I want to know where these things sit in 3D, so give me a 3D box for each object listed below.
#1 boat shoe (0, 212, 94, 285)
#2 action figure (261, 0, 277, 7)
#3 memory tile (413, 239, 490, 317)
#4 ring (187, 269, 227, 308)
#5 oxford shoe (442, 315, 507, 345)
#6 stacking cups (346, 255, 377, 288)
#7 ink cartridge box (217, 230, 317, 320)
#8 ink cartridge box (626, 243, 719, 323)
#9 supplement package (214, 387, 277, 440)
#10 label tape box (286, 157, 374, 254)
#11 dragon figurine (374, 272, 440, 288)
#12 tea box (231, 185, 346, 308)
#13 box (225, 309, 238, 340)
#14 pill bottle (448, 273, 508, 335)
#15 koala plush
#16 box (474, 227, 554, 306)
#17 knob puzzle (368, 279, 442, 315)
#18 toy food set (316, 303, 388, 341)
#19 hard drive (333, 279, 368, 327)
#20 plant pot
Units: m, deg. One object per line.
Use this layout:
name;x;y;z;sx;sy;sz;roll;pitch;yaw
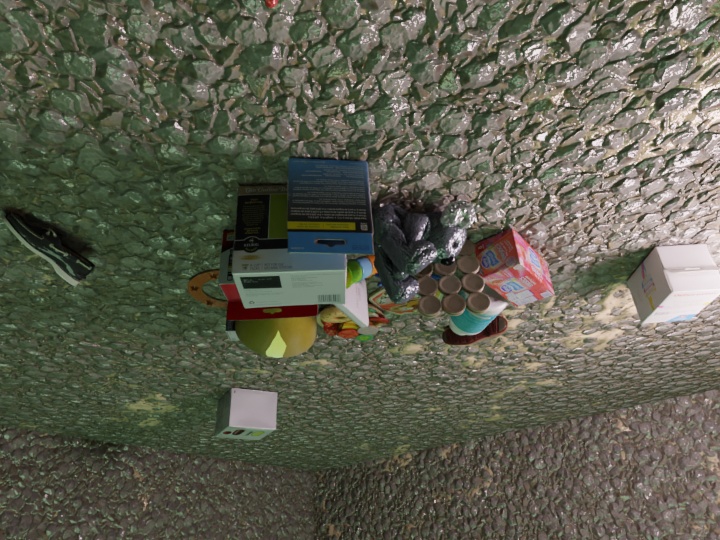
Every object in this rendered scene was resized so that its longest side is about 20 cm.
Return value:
boat shoe;-0.630;-0.051;1.061;0.060;0.074;0.201;-42;130;-12
action figure;-0.165;-0.370;0.580;0.065;0.052;0.200;-26;145;28
memory tile;0.185;0.013;1.117;0.152;0.201;0.017;-5;142;0
ring;-0.333;0.055;1.315;0.199;0.019;0.201;-2;151;-1
oxford shoe;0.348;0.193;1.572;0.198;0.071;0.075;-12;154;17
stacking cups;0.000;0.000;1.123;0.060;0.061;0.199;-33;170;41
ink cartridge box;-0.187;0.006;1.089;0.198;0.177;0.084;-4;150;-1
ink cartridge box;0.769;0.029;1.274;0.127;0.126;0.200;-4;150;0
supplement package;-0.451;0.570;2.056;0.190;0.148;0.200;13;147;-25
label tape box;-0.055;-0.097;0.900;0.143;0.201;0.063;1;149;-7
dragon figurine;0.134;0.012;1.248;0.199;0.059;0.099;-16;148;23
tea box;-0.128;-0.047;0.982;0.198;0.198;0.134;-1;150;-3
box;-0.261;0.151;1.427;0.198;0.061;0.117;1;160;-7
pill bottle;0.296;0.098;1.359;0.110;0.112;0.200;4;149;-12
koala plush;0.130;-0.065;1.053;0.199;0.185;0.178;-18;154;-18
box;0.358;-0.001;1.212;0.102;0.095;0.199;-25;143;32
knob puzzle;0.121;0.081;1.393;0.218;0.031;0.220;-2;150;-1
toy food set;-0.024;0.142;1.459;0.196;0.049;0.200;5;150;-12
hard drive;-0.036;0.035;1.196;0.026;0.133;0.200;-15;148;19
plant pot;-0.192;0.086;1.243;0.198;0.201;0.143;5;123;-14
